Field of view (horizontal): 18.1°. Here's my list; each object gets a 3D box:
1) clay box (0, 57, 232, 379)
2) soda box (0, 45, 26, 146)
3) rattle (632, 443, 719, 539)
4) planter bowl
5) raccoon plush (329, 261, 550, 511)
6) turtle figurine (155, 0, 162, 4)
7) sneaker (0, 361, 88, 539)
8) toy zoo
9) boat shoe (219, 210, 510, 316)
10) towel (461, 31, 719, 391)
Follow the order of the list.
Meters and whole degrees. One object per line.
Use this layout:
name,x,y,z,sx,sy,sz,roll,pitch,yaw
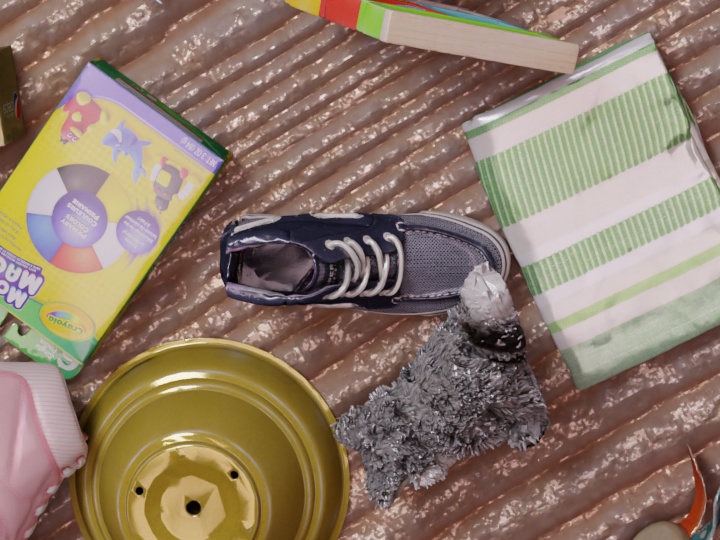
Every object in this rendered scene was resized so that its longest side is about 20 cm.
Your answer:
clay box,-0.190,-0.029,1.538,0.115,0.048,0.201,35,99,-2
soda box,-0.332,-0.105,1.525,0.199,0.068,0.064,-8,100,6
rattle,0.228,0.241,1.545,0.142,0.130,0.201,33,74,-13
planter bowl,-0.108,0.152,1.544,0.199,0.083,0.202,1,100,3
raccoon plush,0.039,0.069,1.483,0.133,0.097,0.200,-26,139,-4
turtle figurine,-0.171,-0.279,1.474,0.150,0.101,0.200,-43,89,10
sneaker,-0.232,0.155,1.539,0.104,0.075,0.202,-6,105,-25
toy zoo,0.036,-0.158,1.432,0.130,0.200,0.021,7,101,-25
boat shoe,0.000,0.000,1.506,0.198,0.093,0.075,0,100,4
towel,0.172,-0.040,1.524,0.152,0.023,0.201,-25,98,8
